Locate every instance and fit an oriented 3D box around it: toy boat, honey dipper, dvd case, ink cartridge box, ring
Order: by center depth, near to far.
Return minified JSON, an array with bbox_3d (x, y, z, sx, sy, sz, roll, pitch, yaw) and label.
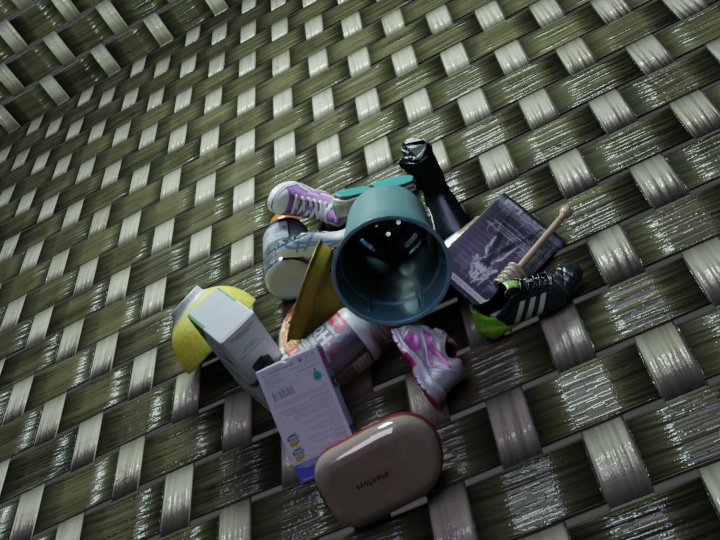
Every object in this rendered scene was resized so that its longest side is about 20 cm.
[{"bbox_3d":[0.031,0.290,1.304,0.198,0.132,0.131,-28,8,9],"label":"toy boat"},{"bbox_3d":[-0.083,0.237,1.421,0.118,0.202,0.042,-24,-7,12],"label":"ink cartridge box"},{"bbox_3d":[0.303,-0.040,1.473,0.200,0.038,0.038,-47,38,-16],"label":"honey dipper"},{"bbox_3d":[0.240,-0.027,1.506,0.200,0.016,0.148,-43,66,-13],"label":"dvd case"},{"bbox_3d":[-0.209,0.147,1.563,0.083,0.201,0.146,-42,37,-17],"label":"ink cartridge box"},{"bbox_3d":[-0.067,0.093,1.664,0.198,0.019,0.202,-22,39,18],"label":"ring"}]

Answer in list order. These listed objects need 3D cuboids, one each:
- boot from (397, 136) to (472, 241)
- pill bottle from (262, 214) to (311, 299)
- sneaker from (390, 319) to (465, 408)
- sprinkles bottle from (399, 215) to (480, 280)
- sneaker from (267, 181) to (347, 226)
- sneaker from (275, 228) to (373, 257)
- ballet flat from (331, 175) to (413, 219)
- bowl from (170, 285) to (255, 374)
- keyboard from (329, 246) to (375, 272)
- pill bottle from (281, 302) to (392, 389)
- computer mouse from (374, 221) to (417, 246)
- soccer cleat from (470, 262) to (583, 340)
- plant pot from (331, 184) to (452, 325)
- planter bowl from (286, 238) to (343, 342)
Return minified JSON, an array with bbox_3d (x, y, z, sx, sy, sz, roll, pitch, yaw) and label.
[{"bbox_3d":[0.142,-0.153,1.650,0.076,0.169,0.201,-29,37,6],"label":"boot"},{"bbox_3d":[-0.154,-0.040,1.807,0.105,0.107,0.201,-25,37,12],"label":"pill bottle"},{"bbox_3d":[0.116,0.135,1.432,0.088,0.082,0.201,-31,44,1],"label":"sneaker"},{"bbox_3d":[0.158,-0.015,1.568,0.199,0.069,0.068,-37,36,-4],"label":"sprinkles bottle"},{"bbox_3d":[-0.098,-0.137,1.819,0.114,0.199,0.074,30,111,35],"label":"sneaker"},{"bbox_3d":[-0.070,-0.045,1.683,0.197,0.074,0.072,-9,-2,3],"label":"sneaker"},{"bbox_3d":[0.029,-0.153,1.820,0.197,0.063,0.067,-14,26,-19],"label":"ballet flat"},{"bbox_3d":[-0.313,0.095,1.705,0.200,0.108,0.200,-46,6,6],"label":"bowl"},{"bbox_3d":[0.000,0.000,1.583,0.040,0.105,0.199,-38,-9,29],"label":"keyboard"},{"bbox_3d":[-0.033,0.138,1.509,0.199,0.111,0.111,-39,36,-6],"label":"pill bottle"},{"bbox_3d":[0.053,-0.069,1.723,0.198,0.053,0.139,10,54,44],"label":"computer mouse"},{"bbox_3d":[0.273,0.040,1.405,0.198,0.081,0.068,-32,36,4],"label":"soccer cleat"},{"bbox_3d":[0.049,-0.042,1.475,0.198,0.202,0.197,-25,26,11],"label":"plant pot"},{"bbox_3d":[-0.067,0.050,1.590,0.082,0.202,0.202,18,50,1],"label":"planter bowl"}]
